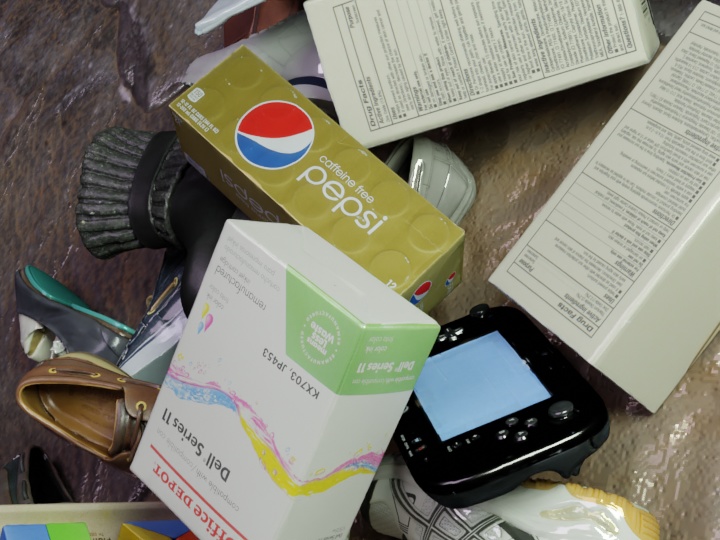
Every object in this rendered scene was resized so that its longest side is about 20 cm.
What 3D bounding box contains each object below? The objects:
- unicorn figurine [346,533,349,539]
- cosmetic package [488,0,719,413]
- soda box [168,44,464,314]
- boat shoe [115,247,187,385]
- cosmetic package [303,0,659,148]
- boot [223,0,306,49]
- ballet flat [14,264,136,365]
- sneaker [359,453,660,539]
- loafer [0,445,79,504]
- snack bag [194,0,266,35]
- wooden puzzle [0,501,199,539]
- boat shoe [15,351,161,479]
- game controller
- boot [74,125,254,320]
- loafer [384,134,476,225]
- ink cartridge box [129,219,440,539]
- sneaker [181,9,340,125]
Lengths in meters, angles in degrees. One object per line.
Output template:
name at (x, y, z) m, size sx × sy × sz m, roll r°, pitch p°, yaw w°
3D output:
unicorn figurine at (-0.031, 0.108, 0.807) m, size 0.137 × 0.073 × 0.203 m, roll 130°, pitch 135°, yaw -60°
cosmetic package at (0.175, -0.037, 0.729) m, size 0.201 × 0.073 × 0.103 m, roll -53°, pitch 40°, yaw 5°
soda box at (-0.027, -0.048, 0.823) m, size 0.068 × 0.064 × 0.200 m, roll -41°, pitch 69°, yaw -18°
boat shoe at (-0.140, 0.046, 1.001) m, size 0.200 × 0.071 × 0.091 m, roll -47°, pitch 39°, yaw 0°
cosmetic package at (0.078, -0.155, 0.834) m, size 0.197 × 0.105 × 0.087 m, roll -13°, pitch 11°, yaw 21°
boot at (-0.053, -0.162, 1.054) m, size 0.186 × 0.068 × 0.203 m, roll 2°, pitch 71°, yaw 33°
ballet flat at (-0.249, 0.052, 1.105) m, size 0.199 × 0.073 × 0.074 m, roll 24°, pitch 82°, yaw 48°
sneaker at (0.063, 0.154, 0.713) m, size 0.199 × 0.075 × 0.089 m, roll 0°, pitch 69°, yaw 48°
loafer at (-0.234, 0.188, 0.998) m, size 0.063 × 0.072 × 0.199 m, roll -54°, pitch 37°, yaw -8°
snack bag at (-0.017, -0.228, 0.940) m, size 0.198 × 0.022 × 0.189 m, roll -22°, pitch 21°, yaw 19°
wooden puzzle at (-0.139, 0.209, 0.797) m, size 0.201 × 0.183 × 0.047 m, roll 58°, pitch 133°, yaw 46°
boat shoe at (-0.146, 0.111, 0.900) m, size 0.198 × 0.067 × 0.073 m, roll 18°, pitch 96°, yaw 16°
game controller at (0.064, 0.069, 0.729) m, size 0.103 × 0.043 × 0.200 m, roll -13°, pitch 17°, yaw -6°
boot at (-0.132, -0.027, 0.927) m, size 0.155 × 0.080 × 0.212 m, roll -2°, pitch 38°, yaw 12°
loafer at (0.000, 0.000, 0.883) m, size 0.070 × 0.070 × 0.202 m, roll 27°, pitch 84°, yaw 50°
ink cartridge box at (-0.052, 0.089, 0.721) m, size 0.117 × 0.067 × 0.202 m, roll 35°, pitch 111°, yaw 34°
sneaker at (-0.057, -0.150, 0.988) m, size 0.198 × 0.076 × 0.082 m, roll 11°, pitch 79°, yaw 46°
